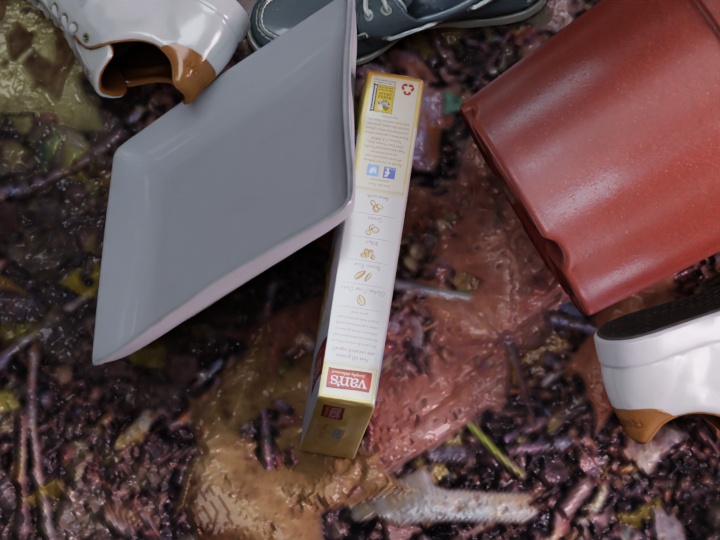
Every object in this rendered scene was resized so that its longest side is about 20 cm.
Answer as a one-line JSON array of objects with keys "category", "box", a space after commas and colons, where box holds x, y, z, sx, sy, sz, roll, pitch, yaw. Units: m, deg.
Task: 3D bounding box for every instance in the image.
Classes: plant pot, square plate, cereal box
[{"category": "plant pot", "box": [0.177, -0.084, 1.423, 0.195, 0.201, 0.201, -32, 73, 2]}, {"category": "square plate", "box": [-0.074, -0.051, 1.421, 0.200, 0.028, 0.199, -32, 36, 26]}, {"category": "cereal box", "box": [0.000, 0.000, 1.420, 0.039, 0.144, 0.201, 10, 72, -2]}]

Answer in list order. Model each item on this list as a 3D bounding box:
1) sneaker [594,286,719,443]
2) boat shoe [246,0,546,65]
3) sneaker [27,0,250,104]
[{"category": "sneaker", "box": [0.240, 0.050, 1.435, 0.199, 0.073, 0.085, -15, 103, -8]}, {"category": "boat shoe", "box": [0.023, -0.180, 1.520, 0.199, 0.062, 0.073, -11, 72, 0]}, {"category": "sneaker", "box": [-0.173, -0.162, 1.506, 0.199, 0.073, 0.085, 21, 69, 24]}]
